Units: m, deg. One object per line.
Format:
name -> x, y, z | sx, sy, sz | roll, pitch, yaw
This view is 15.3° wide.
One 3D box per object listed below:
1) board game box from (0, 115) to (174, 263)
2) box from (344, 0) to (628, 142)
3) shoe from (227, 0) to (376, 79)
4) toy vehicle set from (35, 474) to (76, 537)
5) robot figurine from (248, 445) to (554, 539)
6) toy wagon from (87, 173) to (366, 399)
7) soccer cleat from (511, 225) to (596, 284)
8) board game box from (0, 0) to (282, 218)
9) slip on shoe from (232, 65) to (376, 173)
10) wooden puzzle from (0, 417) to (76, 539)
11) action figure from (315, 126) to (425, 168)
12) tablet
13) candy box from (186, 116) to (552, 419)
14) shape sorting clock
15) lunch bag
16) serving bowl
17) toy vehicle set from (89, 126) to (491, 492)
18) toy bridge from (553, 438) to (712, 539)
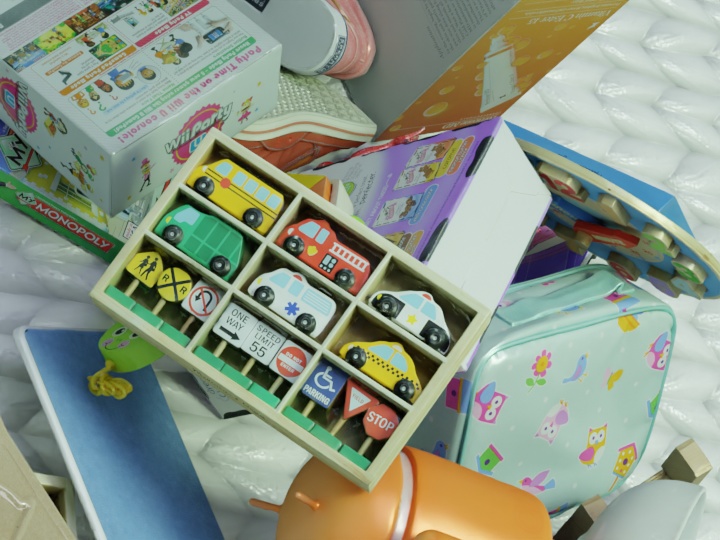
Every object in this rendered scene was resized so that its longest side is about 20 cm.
board game box -> -0.174, -0.109, 1.753 | 0.134, 0.029, 0.201 | 31, 48, -18
box -> 0.085, -0.187, 1.875 | 0.124, 0.200, 0.098 | -11, 70, -40
shoe -> -0.076, -0.203, 1.865 | 0.200, 0.072, 0.091 | 42, 11, 17
toy vehicle set -> -0.218, 0.205, 1.511 | 0.124, 0.027, 0.201 | 11, 56, -29
robot figurine -> 0.034, 0.168, 1.596 | 0.199, 0.117, 0.144 | 22, 29, -19
toy wagon -> -0.092, 0.007, 1.636 | 0.200, 0.155, 0.040 | -39, 115, -29
soccer cleat -> 0.124, -0.010, 1.887 | 0.073, 0.068, 0.201 | 31, 51, -11
board game box -> -0.170, -0.145, 1.690 | 0.147, 0.064, 0.200 | -35, 62, -30
slip on shoe -> -0.057, -0.095, 1.804 | 0.074, 0.061, 0.200 | 40, 24, 20
wooden puzzle -> -0.227, 0.192, 1.458 | 0.185, 0.046, 0.201 | -26, 83, -41
action figure -> 0.030, -0.058, 1.861 | 0.199, 0.052, 0.066 | -9, 72, -37
tablet -> -0.137, 0.124, 1.615 | 0.130, 0.014, 0.201 | 5, 56, -60
candy box -> 0.000, 0.000, 1.689 | 0.072, 0.199, 0.168 | 55, 42, -26
shape sorting clock -> 0.154, -0.033, 1.767 | 0.199, 0.200, 0.039 | 36, 78, -12
lunch bag -> 0.115, 0.079, 1.756 | 0.199, 0.161, 0.077 | -14, 32, -40
serving bowl -> 0.154, 0.219, 1.692 | 0.065, 0.201, 0.200 | 22, 45, 13
toy vehicle set -> -0.040, 0.022, 1.546 | 0.199, 0.027, 0.125 | 33, 78, 11
toy bridge -> 0.148, 0.174, 1.778 | 0.199, 0.067, 0.027 | -26, 71, -28
